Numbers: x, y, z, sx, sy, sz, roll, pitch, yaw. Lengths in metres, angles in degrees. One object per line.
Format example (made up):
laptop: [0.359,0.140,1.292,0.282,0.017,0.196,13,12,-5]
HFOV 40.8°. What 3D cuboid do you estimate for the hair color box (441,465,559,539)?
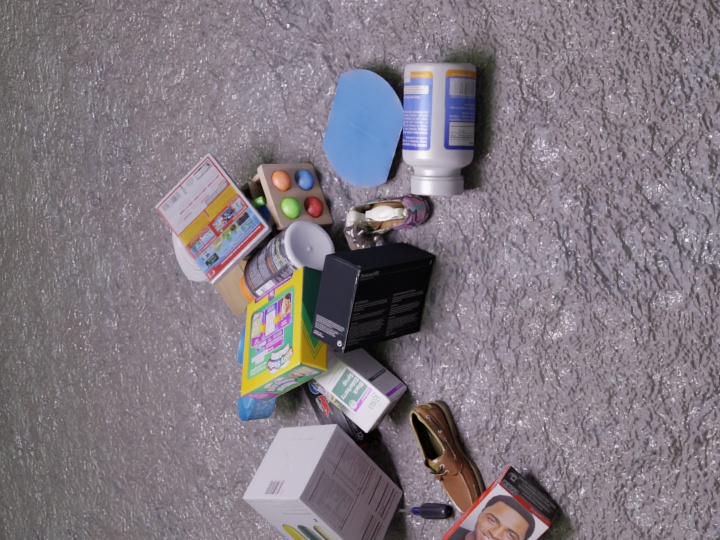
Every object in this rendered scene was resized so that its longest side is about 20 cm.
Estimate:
hair color box: [0.208,0.408,1.511,0.101,0.061,0.200,39,123,10]

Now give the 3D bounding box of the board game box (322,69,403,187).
board game box: [0.015,-0.243,1.659,0.158,0.039,0.201,35,124,31]

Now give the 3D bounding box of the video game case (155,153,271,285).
video game case: [-0.262,-0.093,1.708,0.143,0.017,0.200,-43,65,7]

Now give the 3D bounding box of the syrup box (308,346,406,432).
syrup box: [-0.026,0.179,1.677,0.200,0.081,0.079,40,116,14]

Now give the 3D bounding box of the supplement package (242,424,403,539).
supplement package: [-0.062,0.388,1.669,0.151,0.151,0.200,-13,128,44]

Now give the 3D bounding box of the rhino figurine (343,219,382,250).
rhino figurine: [0.000,0.000,1.661,0.087,0.060,0.201,21,126,28]

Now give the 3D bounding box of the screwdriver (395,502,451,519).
screwdriver: [0.081,0.418,1.687,0.200,0.029,0.028,-13,87,49]

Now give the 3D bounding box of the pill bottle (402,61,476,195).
pill bottle: [0.121,-0.219,1.502,0.112,0.112,0.201,10,102,44]

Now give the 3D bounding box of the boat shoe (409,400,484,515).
boat shoe: [0.135,0.314,1.586,0.072,0.068,0.201,-39,70,38]

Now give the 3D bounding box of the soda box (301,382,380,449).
soda box: [-0.046,0.234,1.759,0.071,0.063,0.201,-45,65,39]

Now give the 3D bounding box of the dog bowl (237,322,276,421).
dog bowl: [-0.195,0.191,1.839,0.112,0.049,0.201,129,145,-52]

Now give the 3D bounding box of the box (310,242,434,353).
box: [0.022,0.039,1.567,0.079,0.200,0.142,27,113,34]

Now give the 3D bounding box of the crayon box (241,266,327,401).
crayon box: [-0.128,0.111,1.636,0.200,0.058,0.173,-32,50,49]

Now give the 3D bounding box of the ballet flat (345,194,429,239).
ballet flat: [0.026,-0.091,1.640,0.199,0.071,0.070,-11,81,45]

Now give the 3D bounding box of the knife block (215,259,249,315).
knife block: [-0.272,-0.020,1.865,0.064,0.175,0.200,-89,24,-47]

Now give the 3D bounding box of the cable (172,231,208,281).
cable: [-0.315,-0.074,1.983,0.200,0.069,0.201,39,121,35]

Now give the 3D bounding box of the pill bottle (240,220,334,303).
pill bottle: [-0.140,-0.004,1.724,0.200,0.106,0.107,-33,72,48]

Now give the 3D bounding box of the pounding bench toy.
pounding bench toy: [-0.177,-0.110,1.750,0.156,0.199,0.125,-32,72,43]
